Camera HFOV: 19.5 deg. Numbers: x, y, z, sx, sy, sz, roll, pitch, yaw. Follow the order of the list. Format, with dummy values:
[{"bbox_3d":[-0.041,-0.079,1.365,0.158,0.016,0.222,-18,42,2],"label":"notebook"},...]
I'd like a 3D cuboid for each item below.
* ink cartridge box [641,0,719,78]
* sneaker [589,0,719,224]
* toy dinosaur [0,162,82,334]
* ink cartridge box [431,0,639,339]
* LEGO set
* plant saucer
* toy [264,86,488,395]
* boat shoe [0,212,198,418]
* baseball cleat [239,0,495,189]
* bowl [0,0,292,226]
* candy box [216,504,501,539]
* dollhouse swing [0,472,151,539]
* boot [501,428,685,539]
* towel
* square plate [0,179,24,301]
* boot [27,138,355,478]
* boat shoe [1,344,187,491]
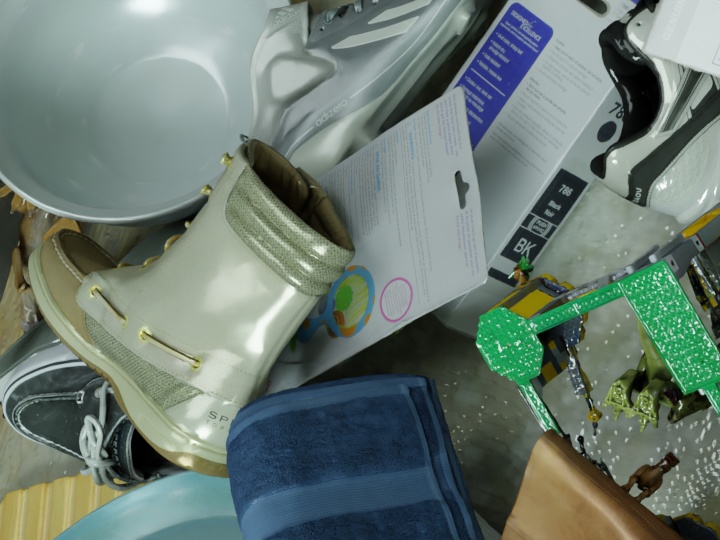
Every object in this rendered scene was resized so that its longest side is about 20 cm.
[{"bbox_3d":[0.252,-0.138,0.970,0.200,0.050,0.161,22,89,30],"label":"ink cartridge box"},{"bbox_3d":[0.164,-0.124,1.029,0.076,0.088,0.200,136,146,-73],"label":"sneaker"},{"bbox_3d":[-0.193,-0.048,1.316,0.106,0.060,0.200,-155,82,-83],"label":"toy dinosaur"},{"bbox_3d":[0.083,-0.071,1.125,0.200,0.039,0.099,-55,47,12],"label":"ink cartridge box"},{"bbox_3d":[0.162,0.052,0.957,0.200,0.116,0.154,53,137,4],"label":"LEGO set"},{"bbox_3d":[-0.110,0.176,1.049,0.200,0.027,0.200,-23,29,14],"label":"plant saucer"},{"bbox_3d":[0.000,0.000,1.113,0.200,0.047,0.115,-28,55,35],"label":"toy"},{"bbox_3d":[-0.141,0.035,1.265,0.200,0.060,0.076,-32,22,30],"label":"boat shoe"},{"bbox_3d":[0.009,-0.137,1.159,0.106,0.070,0.200,37,85,12],"label":"baseball cleat"},{"bbox_3d":[-0.128,-0.106,1.259,0.201,0.090,0.201,-3,69,7],"label":"bowl"},{"bbox_3d":[0.001,0.190,1.073,0.200,0.072,0.168,41,102,42],"label":"candy box"},{"bbox_3d":[-0.208,0.201,1.196,0.200,0.182,0.176,-17,74,36],"label":"dollhouse swing"},{"bbox_3d":[0.158,0.130,0.889,0.200,0.068,0.188,40,147,21],"label":"boot"},{"bbox_3d":[0.001,0.127,0.980,0.112,0.049,0.200,-8,41,-7],"label":"towel"},{"bbox_3d":[-0.241,-0.083,1.270,0.028,0.200,0.198,-3,35,5],"label":"square plate"},{"bbox_3d":[-0.091,-0.005,1.119,0.200,0.072,0.155,45,111,42],"label":"boot"},{"bbox_3d":[-0.130,0.092,1.197,0.199,0.074,0.068,6,36,25],"label":"boat shoe"}]
